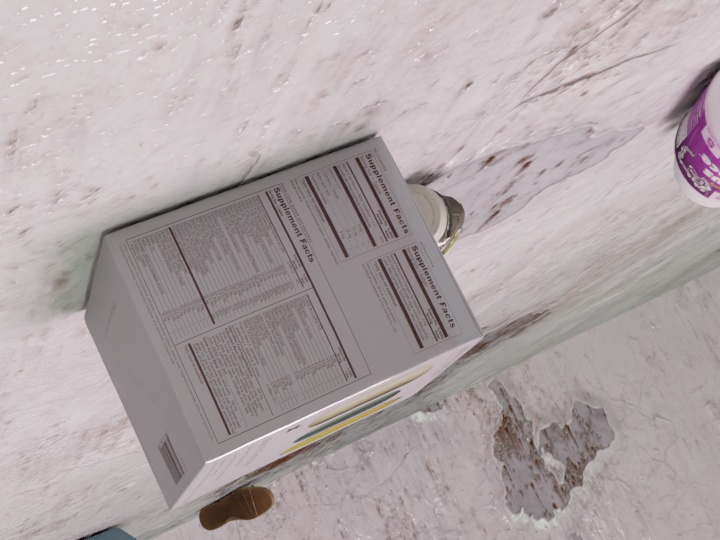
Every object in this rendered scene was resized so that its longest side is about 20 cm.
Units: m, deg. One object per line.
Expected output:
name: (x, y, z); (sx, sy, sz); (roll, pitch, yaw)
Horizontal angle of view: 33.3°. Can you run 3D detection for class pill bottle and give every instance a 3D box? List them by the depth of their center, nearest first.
pill bottle: (0.363, -0.126, 1.151); (0.111, 0.113, 0.200); (-26, 168, -5)

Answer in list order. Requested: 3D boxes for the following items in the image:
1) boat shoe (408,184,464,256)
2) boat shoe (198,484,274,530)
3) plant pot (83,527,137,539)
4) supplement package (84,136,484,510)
boat shoe: (0.001, 0.003, 0.987); (0.201, 0.073, 0.060); (-37, 161, 26)
boat shoe: (-0.274, 0.530, 2.727); (0.198, 0.074, 0.063); (-20, 178, 23)
plant pot: (-0.463, 0.580, 2.148); (0.196, 0.202, 0.195); (-33, 166, 31)
supplement package: (-0.057, 0.037, 0.796); (0.198, 0.152, 0.152); (-22, 167, -24)
